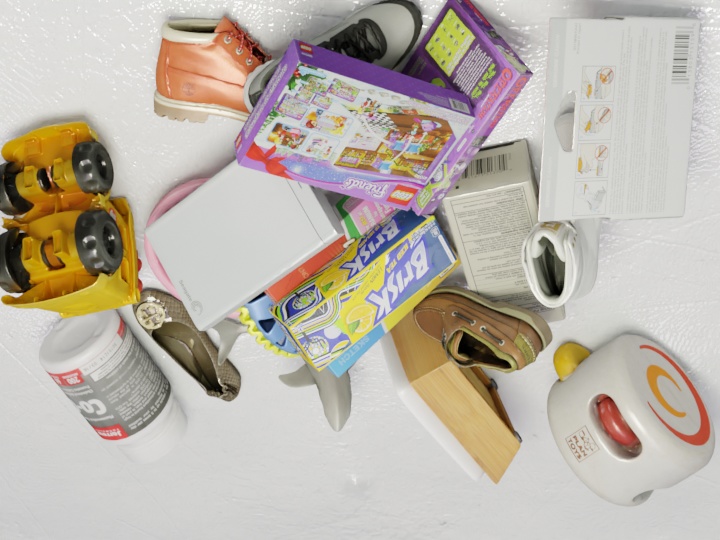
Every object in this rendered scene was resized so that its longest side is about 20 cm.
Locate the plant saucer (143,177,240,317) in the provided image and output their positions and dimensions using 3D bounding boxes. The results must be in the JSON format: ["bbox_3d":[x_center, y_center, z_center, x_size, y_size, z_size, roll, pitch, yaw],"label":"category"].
[{"bbox_3d":[-0.152,-0.033,1.378,0.200,0.051,0.201,2,130,3],"label":"plant saucer"}]

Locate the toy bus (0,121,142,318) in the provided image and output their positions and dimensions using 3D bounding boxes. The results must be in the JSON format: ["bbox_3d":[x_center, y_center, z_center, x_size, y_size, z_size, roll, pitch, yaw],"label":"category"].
[{"bbox_3d":[-0.315,-0.044,1.334,0.135,0.201,0.192,-13,163,17],"label":"toy bus"}]

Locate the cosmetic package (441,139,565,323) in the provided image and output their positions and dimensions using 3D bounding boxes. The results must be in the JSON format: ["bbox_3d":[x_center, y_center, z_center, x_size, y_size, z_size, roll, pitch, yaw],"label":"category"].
[{"bbox_3d":[0.162,-0.036,1.320,0.103,0.087,0.201,-10,126,12],"label":"cosmetic package"}]

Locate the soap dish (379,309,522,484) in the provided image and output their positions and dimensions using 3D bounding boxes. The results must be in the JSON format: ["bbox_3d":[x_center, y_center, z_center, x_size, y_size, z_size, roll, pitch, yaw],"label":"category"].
[{"bbox_3d":[0.112,0.147,1.439,0.081,0.158,0.200,-34,120,10],"label":"soap dish"}]

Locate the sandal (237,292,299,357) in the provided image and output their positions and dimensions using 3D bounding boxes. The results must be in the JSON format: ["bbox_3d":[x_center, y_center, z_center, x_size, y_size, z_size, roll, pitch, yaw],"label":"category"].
[{"bbox_3d":[-0.106,0.021,1.340,0.087,0.080,0.200,-28,123,21],"label":"sandal"}]

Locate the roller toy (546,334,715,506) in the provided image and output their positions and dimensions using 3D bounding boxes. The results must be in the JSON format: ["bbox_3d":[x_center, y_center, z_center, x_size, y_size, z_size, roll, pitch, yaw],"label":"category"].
[{"bbox_3d":[0.322,0.184,1.420,0.200,0.183,0.140,35,125,-21],"label":"roller toy"}]

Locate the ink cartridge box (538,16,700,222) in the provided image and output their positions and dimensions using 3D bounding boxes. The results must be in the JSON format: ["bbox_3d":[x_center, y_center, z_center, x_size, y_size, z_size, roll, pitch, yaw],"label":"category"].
[{"bbox_3d":[0.247,-0.149,1.155,0.173,0.044,0.201,-3,103,-20],"label":"ink cartridge box"}]

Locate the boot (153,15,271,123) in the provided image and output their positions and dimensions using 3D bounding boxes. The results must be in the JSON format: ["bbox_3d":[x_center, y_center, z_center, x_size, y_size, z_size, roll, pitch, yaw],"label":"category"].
[{"bbox_3d":[-0.117,-0.209,1.221,0.199,0.075,0.108,3,117,-4],"label":"boot"}]

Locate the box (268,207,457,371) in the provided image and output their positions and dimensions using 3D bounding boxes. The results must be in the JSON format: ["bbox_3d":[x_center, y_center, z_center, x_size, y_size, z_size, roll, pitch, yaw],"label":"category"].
[{"bbox_3d":[0.004,0.015,1.272,0.200,0.064,0.070,-38,121,-12],"label":"box"}]

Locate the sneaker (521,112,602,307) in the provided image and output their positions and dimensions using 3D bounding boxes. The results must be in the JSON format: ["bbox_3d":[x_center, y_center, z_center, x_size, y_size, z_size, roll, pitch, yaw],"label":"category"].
[{"bbox_3d":[0.213,-0.061,1.209,0.073,0.115,0.201,1,99,24],"label":"sneaker"}]

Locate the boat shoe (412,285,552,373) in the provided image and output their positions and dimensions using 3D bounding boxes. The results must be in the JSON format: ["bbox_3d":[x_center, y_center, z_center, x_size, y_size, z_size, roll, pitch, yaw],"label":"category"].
[{"bbox_3d":[0.118,0.068,1.308,0.200,0.068,0.072,6,133,53],"label":"boat shoe"}]

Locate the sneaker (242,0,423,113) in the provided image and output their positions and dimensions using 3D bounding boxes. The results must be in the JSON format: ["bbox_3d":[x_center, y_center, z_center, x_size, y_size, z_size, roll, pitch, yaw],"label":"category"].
[{"bbox_3d":[-0.023,-0.208,1.170,0.200,0.079,0.074,-31,100,-5],"label":"sneaker"}]

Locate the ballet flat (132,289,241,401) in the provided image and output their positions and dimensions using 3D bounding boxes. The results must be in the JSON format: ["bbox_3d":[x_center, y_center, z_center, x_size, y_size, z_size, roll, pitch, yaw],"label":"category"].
[{"bbox_3d":[-0.221,0.102,1.498,0.067,0.046,0.200,-23,123,22],"label":"ballet flat"}]

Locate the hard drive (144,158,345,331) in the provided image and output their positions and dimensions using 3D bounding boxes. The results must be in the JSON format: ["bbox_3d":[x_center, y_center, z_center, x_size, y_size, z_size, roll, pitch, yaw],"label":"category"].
[{"bbox_3d":[-0.128,-0.042,1.253,0.200,0.027,0.132,-34,80,22],"label":"hard drive"}]

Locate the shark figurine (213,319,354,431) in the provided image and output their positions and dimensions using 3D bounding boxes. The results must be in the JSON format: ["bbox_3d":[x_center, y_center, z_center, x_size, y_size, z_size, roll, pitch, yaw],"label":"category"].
[{"bbox_3d":[-0.081,0.088,1.447,0.214,0.128,0.090,30,155,15],"label":"shark figurine"}]

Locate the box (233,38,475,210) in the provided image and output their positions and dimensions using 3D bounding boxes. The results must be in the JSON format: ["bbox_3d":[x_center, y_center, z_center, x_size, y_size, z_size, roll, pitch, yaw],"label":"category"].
[{"bbox_3d":[-0.006,-0.139,1.150,0.199,0.039,0.137,13,132,-28],"label":"box"}]

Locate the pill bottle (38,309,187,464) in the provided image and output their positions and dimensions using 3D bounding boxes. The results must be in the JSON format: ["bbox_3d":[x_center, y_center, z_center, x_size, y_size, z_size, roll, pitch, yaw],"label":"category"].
[{"bbox_3d":[-0.312,0.150,1.503,0.113,0.114,0.200,-17,125,19],"label":"pill bottle"}]

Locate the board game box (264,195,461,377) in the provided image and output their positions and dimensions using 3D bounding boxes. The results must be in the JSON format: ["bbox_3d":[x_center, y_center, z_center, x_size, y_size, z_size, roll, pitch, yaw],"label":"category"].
[{"bbox_3d":[0.000,0.000,1.326,0.200,0.040,0.153,-43,121,-9],"label":"board game box"}]

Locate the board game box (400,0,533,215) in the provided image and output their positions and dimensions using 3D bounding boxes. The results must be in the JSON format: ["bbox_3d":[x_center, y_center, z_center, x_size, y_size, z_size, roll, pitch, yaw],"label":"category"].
[{"bbox_3d":[0.084,-0.168,1.210,0.032,0.120,0.200,-6,143,-42],"label":"board game box"}]
